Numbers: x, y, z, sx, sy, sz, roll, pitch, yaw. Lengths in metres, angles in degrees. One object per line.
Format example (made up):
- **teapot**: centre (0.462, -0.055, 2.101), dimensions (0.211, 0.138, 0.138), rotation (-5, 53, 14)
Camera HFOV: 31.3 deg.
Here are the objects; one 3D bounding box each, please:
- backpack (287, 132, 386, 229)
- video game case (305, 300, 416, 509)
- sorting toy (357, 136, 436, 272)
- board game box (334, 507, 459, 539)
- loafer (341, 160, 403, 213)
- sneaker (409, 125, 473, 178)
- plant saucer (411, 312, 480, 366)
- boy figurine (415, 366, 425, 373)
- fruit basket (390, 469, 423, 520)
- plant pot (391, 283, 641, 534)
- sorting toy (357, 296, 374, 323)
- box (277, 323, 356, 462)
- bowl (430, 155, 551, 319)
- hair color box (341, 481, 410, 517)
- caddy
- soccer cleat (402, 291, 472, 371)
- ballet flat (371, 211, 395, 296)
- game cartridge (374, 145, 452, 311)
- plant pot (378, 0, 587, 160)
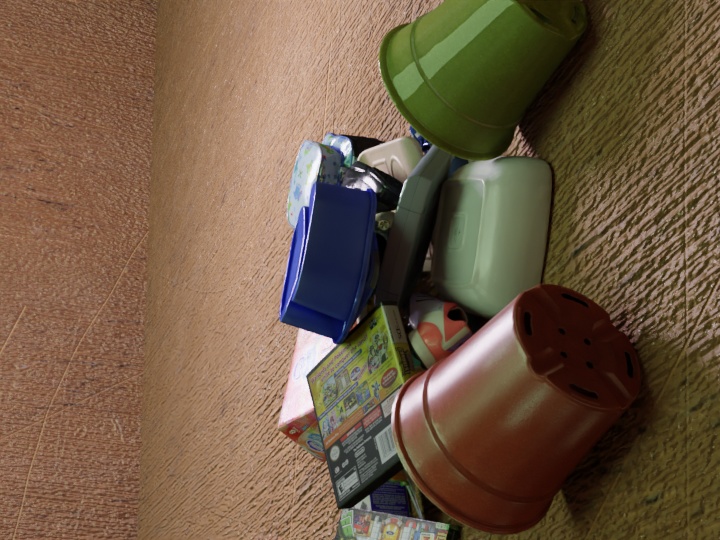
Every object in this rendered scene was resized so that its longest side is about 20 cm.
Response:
- **backpack**: centre (-0.032, -0.106, 1.957), dimensions (0.183, 0.147, 0.200), rotation (-147, 64, -71)
- **video game case**: centre (0.008, 0.162, 1.524), dimensions (0.200, 0.025, 0.181), rotation (-46, 51, 46)
- **sorting toy**: centre (0.067, -0.087, 1.750), dimensions (0.185, 0.036, 0.200), rotation (70, 162, -5)
- **board game box**: centre (0.037, 0.364, 1.642), dimensions (0.200, 0.023, 0.105), rotation (-2, 70, 48)
- **loafer**: centre (0.015, -0.096, 1.674), dimensions (0.070, 0.068, 0.201), rotation (-60, 16, 2)
- **sneaker**: centre (0.103, -0.163, 1.691), dimensions (0.075, 0.088, 0.200), rotation (142, 131, -60)
- **plant saucer**: centre (0.102, 0.140, 1.657), dimensions (0.200, 0.036, 0.200), rotation (-172, 90, -71)
- **boy figurine**: centre (0.107, 0.163, 1.524), dimensions (0.200, 0.064, 0.124), rotation (14, 88, 58)
- **fruit basket**: centre (0.032, 0.221, 1.651), dimensions (0.200, 0.094, 0.185), rotation (83, 165, -53)
- **plant pot**: centre (0.165, 0.129, 1.285), dimensions (0.195, 0.201, 0.201), rotation (-52, 35, 40)
- **sorting toy**: centre (0.024, 0.056, 1.775), dimensions (0.185, 0.036, 0.200), rotation (60, -155, -59)
- **box**: centre (-0.038, 0.157, 1.834), dimensions (0.103, 0.095, 0.200), rotation (-30, 33, 33)
- **bowl**: centre (0.148, -0.043, 1.543), dimensions (0.200, 0.075, 0.200), rotation (-171, 90, -70)
- **hair color box**: centre (0.022, 0.349, 1.765), dimensions (0.109, 0.065, 0.200), rotation (119, 153, -46)
- **caddy**: centre (-0.028, -0.010, 1.557), dimensions (0.141, 0.105, 0.200), rotation (122, 160, -61)
- **soccer cleat**: centre (0.096, 0.063, 1.559), dimensions (0.073, 0.068, 0.200), rotation (-32, 12, 9)
- **ballet flat**: centre (0.000, 0.000, 1.662), dimensions (0.200, 0.066, 0.057), rotation (-59, -18, -25)
- **game cartridge**: centre (0.064, -0.048, 1.600), dimensions (0.133, 0.040, 0.200), rotation (-60, -14, -59)
- **plant pot**: centre (0.155, -0.259, 1.474), dimensions (0.190, 0.200, 0.200), rotation (-41, 43, 44)
